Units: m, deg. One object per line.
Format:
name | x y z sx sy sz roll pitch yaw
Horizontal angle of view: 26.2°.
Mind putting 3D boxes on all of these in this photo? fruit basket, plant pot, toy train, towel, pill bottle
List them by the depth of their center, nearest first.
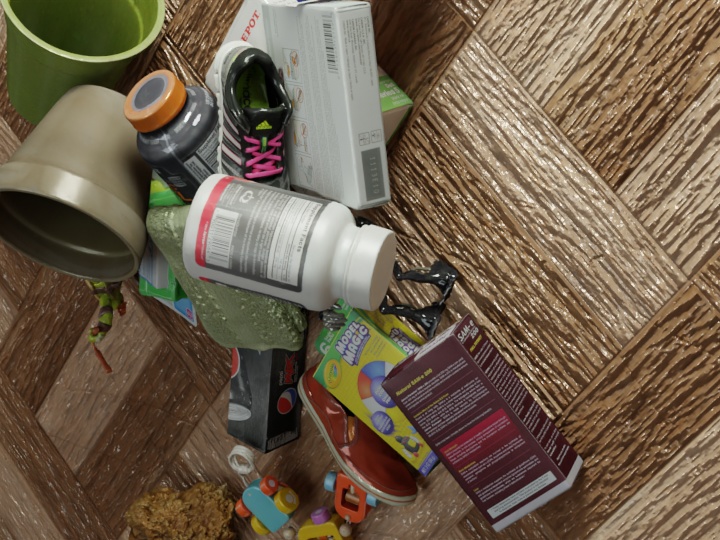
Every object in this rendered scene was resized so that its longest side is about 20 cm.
pill bottle | -0.069 -0.023 1.554 0.197 0.111 0.112 15 116 15
pill bottle | -0.180 -0.134 1.731 0.105 0.107 0.200 3 146 41
towel | -0.151 0.009 1.744 0.147 0.037 0.202 -5 121 41
plant pot | -0.319 -0.111 1.789 0.197 0.175 0.201 16 156 7
toy train | -0.059 0.266 1.851 0.198 0.056 0.152 13 120 23
plant pot | -0.355 -0.273 1.873 0.201 0.199 0.190 53 144 15
fruit basket | -0.261 -0.048 1.912 0.199 0.093 0.188 28 124 38

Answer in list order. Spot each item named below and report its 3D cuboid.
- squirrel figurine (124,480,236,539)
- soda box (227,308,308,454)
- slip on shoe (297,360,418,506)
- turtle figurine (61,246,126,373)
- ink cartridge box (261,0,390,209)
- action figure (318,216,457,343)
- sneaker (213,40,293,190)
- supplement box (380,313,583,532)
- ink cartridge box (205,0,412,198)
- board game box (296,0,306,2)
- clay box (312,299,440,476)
squirrel figurine | -0.211 0.373 1.986 0.185 0.141 0.203 16 117 31
soda box | -0.111 0.111 1.849 0.070 0.063 0.203 23 118 35
slip on shoe | 0.001 0.184 1.771 0.201 0.074 0.061 54 129 20
turtle figurine | -0.329 0.013 1.933 0.064 0.162 0.202 -13 54 9
ink cartridge box | -0.036 -0.175 1.584 0.173 0.043 0.203 23 123 61
action figure | 0.000 0.000 1.642 0.198 0.102 0.120 22 115 3
sneaker | -0.108 -0.142 1.614 0.087 0.073 0.203 -176 78 -70
supplement box | 0.127 0.159 1.607 0.108 0.061 0.201 -36 95 30
ink cartridge box | -0.060 -0.193 1.682 0.200 0.084 0.146 49 131 17
board game box | 0.021 -0.353 1.519 0.045 0.134 0.200 55 132 12
clay box | 0.031 0.119 1.714 0.199 0.048 0.116 39 128 12
